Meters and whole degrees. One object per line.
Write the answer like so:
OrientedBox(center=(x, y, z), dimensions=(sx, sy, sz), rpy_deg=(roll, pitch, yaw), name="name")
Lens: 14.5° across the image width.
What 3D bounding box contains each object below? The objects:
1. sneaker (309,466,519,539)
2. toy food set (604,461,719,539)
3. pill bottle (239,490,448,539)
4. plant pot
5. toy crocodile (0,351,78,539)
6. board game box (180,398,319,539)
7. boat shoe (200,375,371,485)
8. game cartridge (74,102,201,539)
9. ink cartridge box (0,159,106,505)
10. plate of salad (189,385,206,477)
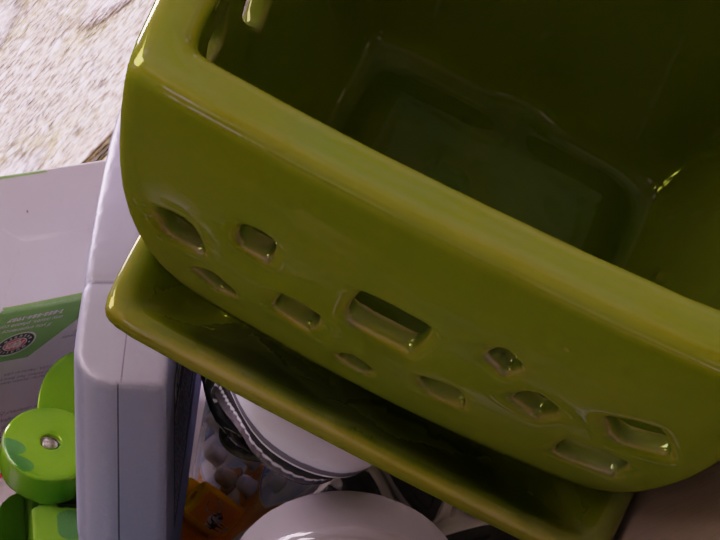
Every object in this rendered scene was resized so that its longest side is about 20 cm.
OrientedBox(center=(-0.006, 0.102, 0.999), dimensions=(0.199, 0.081, 0.084), rpy_deg=(-33, 16, 30), name="sneaker")
OrientedBox(center=(0.133, 0.063, 0.839), dimensions=(0.200, 0.060, 0.144), rpy_deg=(-32, 25, 54), name="toy food set")
OrientedBox(center=(-0.007, 0.158, 0.851), dimensions=(0.112, 0.112, 0.200), rpy_deg=(-39, 23, 21), name="pill bottle")
OrientedBox(center=(0.043, -0.041, 0.836), dimensions=(0.201, 0.198, 0.182), rpy_deg=(-63, -2, -32), name="plant pot")
OrientedBox(center=(-0.108, 0.117, 1.078), dimensions=(0.068, 0.061, 0.201), rpy_deg=(102, 166, -45), name="toy crocodile")
OrientedBox(center=(0.000, 0.000, 1.100), dimensions=(0.200, 0.026, 0.201), rpy_deg=(-37, 28, 31), name="board game box")
OrientedBox(center=(-0.025, 0.037, 0.980), dimensions=(0.057, 0.068, 0.200), rpy_deg=(-61, 11, 14), name="boat shoe")
OrientedBox(center=(-0.078, 0.020, 1.036), dimensions=(0.041, 0.134, 0.201), rpy_deg=(0, 34, 3), name="game cartridge")
OrientedBox(center=(-0.170, 0.042, 1.210), dimensions=(0.117, 0.068, 0.200), rpy_deg=(-11, -29, -46), name="ink cartridge box")
OrientedBox(center=(-0.081, 0.107, 1.164), dimensions=(0.199, 0.048, 0.201), rpy_deg=(-29, 32, 20), name="plate of salad")
